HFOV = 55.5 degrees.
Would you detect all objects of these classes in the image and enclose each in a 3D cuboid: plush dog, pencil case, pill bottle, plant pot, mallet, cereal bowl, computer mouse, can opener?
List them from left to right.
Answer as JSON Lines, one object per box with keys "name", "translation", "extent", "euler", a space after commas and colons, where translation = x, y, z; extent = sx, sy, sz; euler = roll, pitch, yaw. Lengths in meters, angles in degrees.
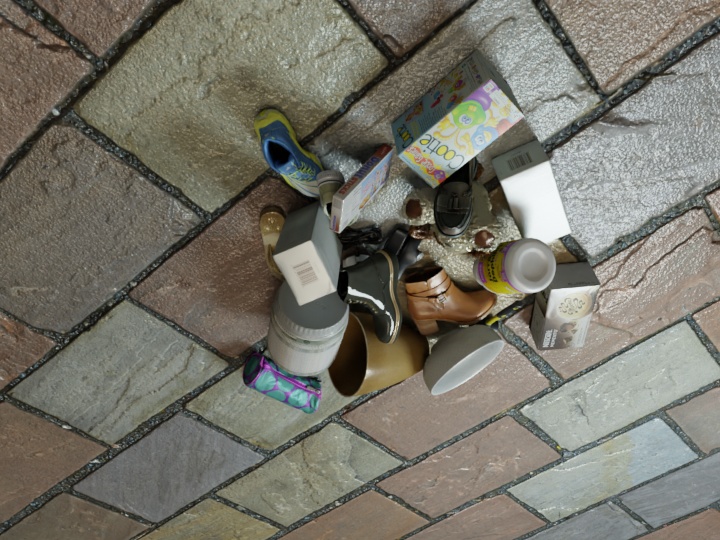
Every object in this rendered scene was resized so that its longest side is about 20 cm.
{"name": "pencil case", "translation": [-0.184, 0.270, 1.639], "extent": [0.199, 0.086, 0.092], "euler": [31, 138, -30]}
{"name": "computer mouse", "translation": [0.000, 0.000, 1.442], "extent": [0.108, 0.044, 0.201], "euler": [-9, 132, 0]}
{"name": "plant pot", "translation": [0.050, 0.186, 1.543], "extent": [0.198, 0.187, 0.187], "euler": [3, 134, -31]}
{"name": "can opener", "translation": [0.073, 0.000, 1.440], "extent": [0.078, 0.063, 0.201], "euler": [32, 124, 13]}
{"name": "plush dog", "translation": [0.187, -0.102, 1.332], "extent": [0.198, 0.161, 0.172], "euler": [22, 148, 11]}
{"name": "cereal bowl", "translation": [0.219, 0.187, 1.531], "extent": [0.199, 0.084, 0.201], "euler": [-27, 155, -14]}
{"name": "mallet", "translation": [0.297, 0.101, 1.521], "extent": [0.065, 0.042, 0.200], "euler": [4, 159, -6]}
{"name": "pill bottle", "translation": [0.297, -0.006, 1.370], "extent": [0.103, 0.105, 0.200], "euler": [9, 175, -14]}

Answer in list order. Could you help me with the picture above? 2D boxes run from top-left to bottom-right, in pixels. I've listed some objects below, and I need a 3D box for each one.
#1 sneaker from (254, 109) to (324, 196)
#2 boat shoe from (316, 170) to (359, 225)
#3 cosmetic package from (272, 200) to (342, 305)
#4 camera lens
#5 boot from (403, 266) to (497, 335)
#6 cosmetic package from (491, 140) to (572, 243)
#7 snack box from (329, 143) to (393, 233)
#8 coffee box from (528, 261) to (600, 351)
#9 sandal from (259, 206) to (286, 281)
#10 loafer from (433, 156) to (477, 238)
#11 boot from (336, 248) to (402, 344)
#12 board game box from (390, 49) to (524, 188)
{"name": "sneaker", "translation": [-0.125, -0.185, 1.218], "extent": [0.075, 0.106, 0.200], "euler": [-27, 129, 18]}
{"name": "boat shoe", "translation": [-0.045, -0.118, 1.266], "extent": [0.071, 0.063, 0.200], "euler": [-5, 163, 10]}
{"name": "cosmetic package", "translation": [-0.094, -0.038, 1.279], "extent": [0.080, 0.200, 0.114], "euler": [-22, 112, 11]}
{"name": "camera lens", "translation": [-0.112, 0.115, 1.435], "extent": [0.158, 0.161, 0.201], "euler": [4, 144, -10]}
{"name": "boot", "translation": [0.196, 0.049, 1.487], "extent": [0.198, 0.074, 0.156], "euler": [-23, 125, -3]}
{"name": "cosmetic package", "translation": [0.335, -0.143, 1.332], "extent": [0.101, 0.074, 0.201], "euler": [-21, 133, 12]}
{"name": "snack box", "translation": [0.005, -0.149, 1.214], "extent": [0.024, 0.200, 0.072], "euler": [22, 133, 16]}
{"name": "coffee box", "translation": [0.456, 0.084, 1.545], "extent": [0.112, 0.080, 0.201], "euler": [-5, 132, -4]}
{"name": "sandal", "translation": [-0.161, -0.025, 1.383], "extent": [0.077, 0.070, 0.213], "euler": [-10, 133, 3]}
{"name": "loafer", "translation": [0.169, -0.153, 1.218], "extent": [0.071, 0.201, 0.063], "euler": [6, 146, 12]}
{"name": "boot", "translation": [0.009, 0.067, 1.374], "extent": [0.138, 0.077, 0.202], "euler": [-19, 111, -38]}
{"name": "board game box", "translation": [0.164, -0.259, 1.184], "extent": [0.199, 0.105, 0.103], "euler": [-37, 126, 25]}
